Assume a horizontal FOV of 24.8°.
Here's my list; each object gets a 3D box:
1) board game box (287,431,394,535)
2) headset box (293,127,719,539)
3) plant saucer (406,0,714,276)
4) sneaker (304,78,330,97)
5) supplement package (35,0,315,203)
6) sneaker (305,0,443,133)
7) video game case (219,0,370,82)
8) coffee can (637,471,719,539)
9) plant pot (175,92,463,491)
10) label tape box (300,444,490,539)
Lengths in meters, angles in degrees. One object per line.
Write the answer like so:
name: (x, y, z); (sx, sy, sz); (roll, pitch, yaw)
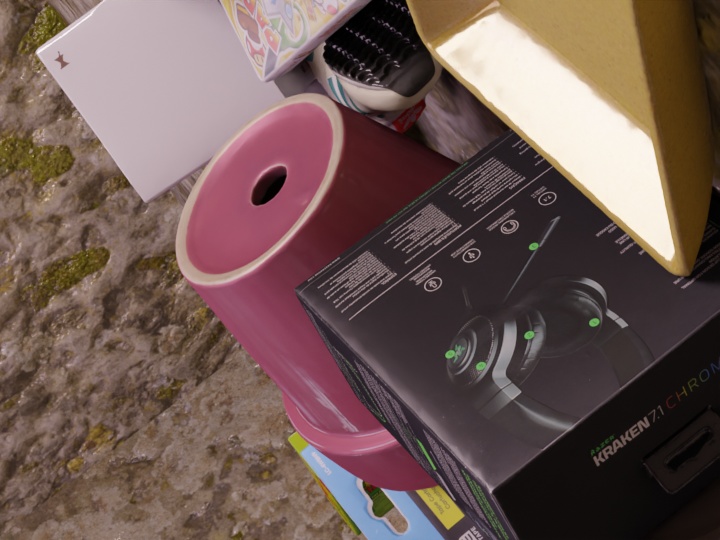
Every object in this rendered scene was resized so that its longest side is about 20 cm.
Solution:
board game box: (0.050, 0.107, 1.269); (0.048, 0.200, 0.102); (46, 170, 38)
headset box: (0.097, 0.032, 0.774); (0.200, 0.174, 0.093); (42, 166, 49)
plant saucer: (0.078, -0.118, 0.685); (0.200, 0.048, 0.200); (47, 170, 36)
sneaker: (0.019, -0.064, 1.152); (0.118, 0.074, 0.200); (56, -176, 24)
supplement package: (-0.105, -0.147, 1.082); (0.120, 0.121, 0.200); (55, -162, -11)
sneaker: (0.018, -0.120, 0.979); (0.093, 0.070, 0.200); (49, 177, -27)
video game case: (-0.062, -0.215, 0.868); (0.200, 0.023, 0.182); (63, 156, -1)
coffee can: (0.210, 0.165, 0.800); (0.200, 0.146, 0.146); (55, 172, -18)
plant pot: (0.000, 0.000, 0.944); (0.179, 0.200, 0.200); (38, -178, -34)
label tape box: (0.081, 0.122, 1.153); (0.143, 0.200, 0.066); (49, 177, 25)
